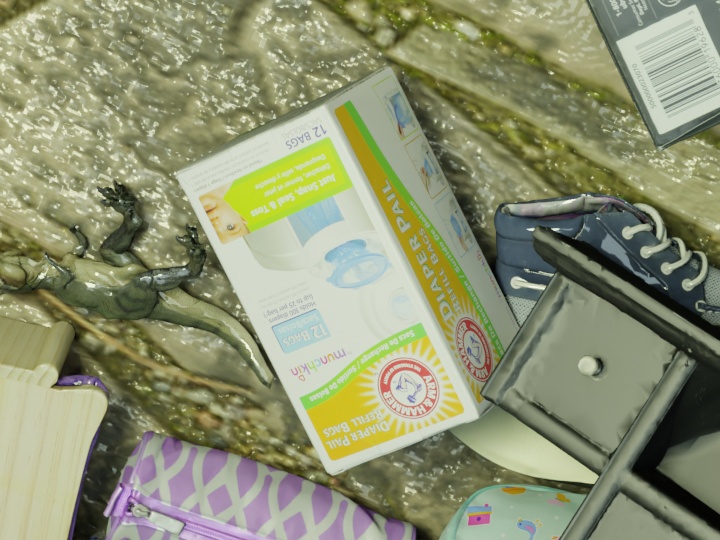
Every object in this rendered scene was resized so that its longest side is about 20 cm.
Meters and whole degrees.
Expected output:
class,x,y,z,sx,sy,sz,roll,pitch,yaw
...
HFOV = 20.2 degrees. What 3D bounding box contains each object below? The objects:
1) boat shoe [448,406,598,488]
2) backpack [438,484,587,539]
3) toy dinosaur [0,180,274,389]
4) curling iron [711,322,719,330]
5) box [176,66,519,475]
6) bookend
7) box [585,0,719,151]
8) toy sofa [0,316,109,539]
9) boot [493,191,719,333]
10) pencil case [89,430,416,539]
class,x,y,z,sx,sy,sz,roll,pitch,yaw
boat shoe,0.139,0.101,1.241,0.201,0.063,0.074,14,79,14
backpack,0.139,0.208,1.225,0.200,0.167,0.127,9,134,15
toy dinosaur,-0.136,0.002,1.244,0.200,0.047,0.088,19,121,-3
curling iron,0.245,0.099,1.211,0.026,0.050,0.200,-26,128,4
box,0.000,0.000,1.180,0.112,0.101,0.200,-22,98,28
bookend,0.139,0.112,1.113,0.200,0.092,0.199,35,98,22
box,0.176,-0.158,1.095,0.106,0.200,0.122,-24,103,10
toy sofa,-0.217,0.135,1.268,0.097,0.083,0.200,12,107,-4
boot,0.177,0.002,1.208,0.200,0.073,0.091,-2,112,5
pencil case,-0.063,0.164,1.265,0.200,0.085,0.084,18,88,-4
